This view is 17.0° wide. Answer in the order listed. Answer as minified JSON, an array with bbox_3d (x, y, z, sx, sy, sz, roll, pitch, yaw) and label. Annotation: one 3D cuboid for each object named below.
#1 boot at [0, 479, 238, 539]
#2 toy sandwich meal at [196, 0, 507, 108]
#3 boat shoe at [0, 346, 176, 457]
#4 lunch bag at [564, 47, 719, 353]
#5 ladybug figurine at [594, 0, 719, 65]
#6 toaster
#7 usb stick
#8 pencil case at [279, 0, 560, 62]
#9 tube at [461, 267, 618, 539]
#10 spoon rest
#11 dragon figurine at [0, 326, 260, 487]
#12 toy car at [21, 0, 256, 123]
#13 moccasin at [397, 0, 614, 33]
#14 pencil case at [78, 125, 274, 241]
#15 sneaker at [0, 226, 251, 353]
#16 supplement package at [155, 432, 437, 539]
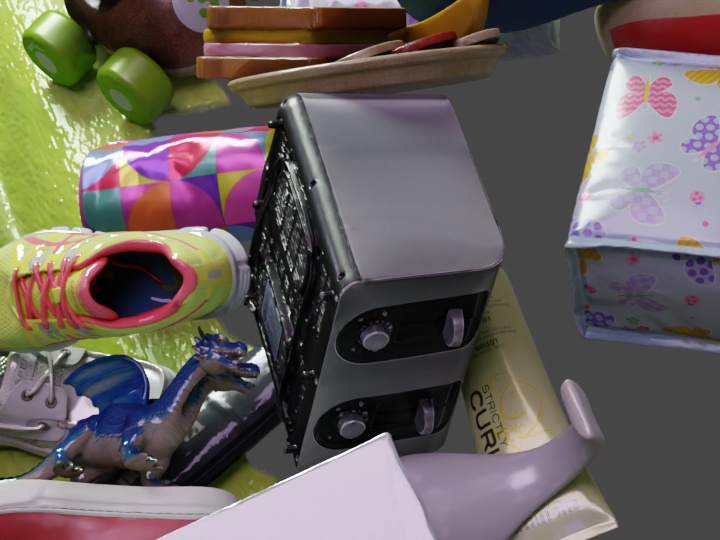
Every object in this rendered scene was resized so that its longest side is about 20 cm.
[{"bbox_3d":[-0.173,0.206,1.461,0.198,0.073,0.145,1,66,1],"label":"boot"},{"bbox_3d":[-0.003,-0.150,1.571,0.203,0.205,0.071,-7,92,12],"label":"toy sandwich meal"},{"bbox_3d":[-0.216,0.079,1.594,0.198,0.070,0.071,-3,53,15],"label":"boat shoe"},{"bbox_3d":[0.241,-0.044,1.511,0.198,0.128,0.171,8,55,15],"label":"lunch bag"},{"bbox_3d":[0.241,-0.155,1.591,0.199,0.135,0.073,-7,83,51],"label":"ladybug figurine"},{"bbox_3d":[0.000,0.000,1.504,0.118,0.182,0.201,-3,47,-18],"label":"toaster"},{"bbox_3d":[-0.118,0.123,1.553,0.200,0.033,0.055,-40,57,-14],"label":"usb stick"},{"bbox_3d":[0.045,-0.182,1.699,0.198,0.091,0.084,-9,52,12],"label":"pencil case"},{"bbox_3d":[0.097,0.089,1.504,0.052,0.058,0.201,7,50,-31],"label":"tube"},{"bbox_3d":[0.066,0.137,1.451,0.199,0.060,0.100,-33,60,23],"label":"spoon rest"},{"bbox_3d":[-0.155,0.095,1.525,0.198,0.059,0.100,-12,47,24],"label":"dragon figurine"},{"bbox_3d":[-0.172,-0.241,1.741,0.157,0.201,0.165,27,65,32],"label":"toy car"},{"bbox_3d":[0.118,-0.206,1.602,0.198,0.080,0.069,-5,59,29],"label":"moccasin"},{"bbox_3d":[-0.093,-0.060,1.654,0.198,0.089,0.089,-9,51,10],"label":"pencil case"},{"bbox_3d":[-0.174,0.009,1.519,0.198,0.090,0.079,-11,92,15],"label":"sneaker"},{"bbox_3d":[-0.030,0.229,1.337,0.199,0.147,0.192,-24,72,-2],"label":"supplement package"}]
